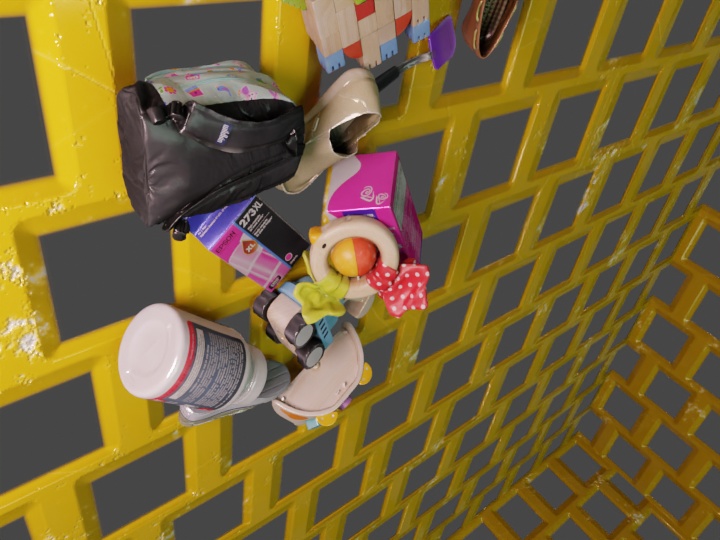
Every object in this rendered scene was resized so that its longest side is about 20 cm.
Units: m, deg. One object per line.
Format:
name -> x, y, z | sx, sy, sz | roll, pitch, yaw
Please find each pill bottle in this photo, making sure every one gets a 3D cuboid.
pill bottle -> -0.222, 0.130, 0.851 | 0.121, 0.119, 0.199 | -51, 145, 4

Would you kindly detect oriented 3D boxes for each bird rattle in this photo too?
bird rattle -> 0.000, 0.000, 0.860 | 0.193, 0.114, 0.166 | -3, 130, 9

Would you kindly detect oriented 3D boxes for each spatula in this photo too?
spatula -> 0.067, -0.289, 0.867 | 0.198, 0.020, 0.057 | -37, 131, -15

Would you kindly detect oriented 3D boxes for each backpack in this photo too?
backpack -> -0.156, -0.147, 0.661 | 0.197, 0.127, 0.169 | -24, 150, -34

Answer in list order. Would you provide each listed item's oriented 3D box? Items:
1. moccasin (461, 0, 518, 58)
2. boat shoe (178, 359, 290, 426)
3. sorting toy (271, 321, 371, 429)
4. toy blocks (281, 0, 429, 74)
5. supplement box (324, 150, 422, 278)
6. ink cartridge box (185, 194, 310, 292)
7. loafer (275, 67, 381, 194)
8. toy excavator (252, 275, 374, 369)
moccasin -> 0.194, -0.387, 0.832 | 0.071, 0.079, 0.203 | 0, 143, -23
boat shoe -> -0.206, 0.197, 0.995 | 0.196, 0.073, 0.062 | -10, 156, -39
sorting toy -> -0.066, 0.226, 1.139 | 0.200, 0.106, 0.181 | -45, 170, -26
toy blocks -> 0.008, -0.309, 0.733 | 0.197, 0.101, 0.138 | -30, 152, -8
supplement box -> 0.026, -0.072, 0.926 | 0.202, 0.098, 0.106 | 63, 30, -52
ink cartridge box -> -0.152, -0.049, 0.839 | 0.095, 0.037, 0.200 | -49, 144, -1
loafer -> -0.046, -0.165, 0.786 | 0.075, 0.069, 0.200 | 5, 137, -49
toy excavator -> -0.057, 0.061, 1.008 | 0.200, 0.099, 0.197 | -46, 148, -21
